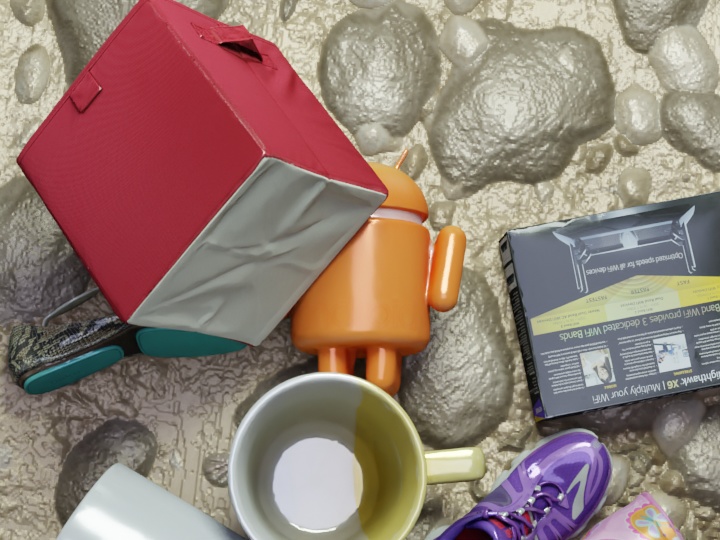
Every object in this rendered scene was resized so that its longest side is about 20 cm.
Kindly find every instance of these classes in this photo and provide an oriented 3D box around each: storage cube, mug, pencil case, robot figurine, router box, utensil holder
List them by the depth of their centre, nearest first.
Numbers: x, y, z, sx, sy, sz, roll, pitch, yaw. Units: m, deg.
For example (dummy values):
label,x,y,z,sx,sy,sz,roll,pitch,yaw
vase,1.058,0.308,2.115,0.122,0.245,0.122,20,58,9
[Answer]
label,x,y,z,sx,sy,sz,roll,pitch,yaw
storage cube,-0.119,-0.073,1.474,0.200,0.171,0.180,-47,60,18
utensil holder,-0.143,0.264,1.474,0.199,0.170,0.171,32,80,4
mug,-0.014,0.171,1.504,0.186,0.153,0.150,27,79,0
pencil case,0.172,0.259,1.538,0.199,0.087,0.088,-29,83,-9
robot figurine,0.002,0.000,1.554,0.116,0.143,0.202,9,77,-43
router box,0.227,0.029,1.596,0.198,0.052,0.159,-10,82,-6

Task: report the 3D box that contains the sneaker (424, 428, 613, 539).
label,x,y,z,sx,sy,sz,roll,pitch,yaw
sneaker,0.125,0.204,1.544,0.200,0.083,0.081,-39,85,-10

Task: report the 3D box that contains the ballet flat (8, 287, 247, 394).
label,x,y,z,sx,sy,sz,roll,pitch,yaw
ballet flat,-0.189,0.043,1.563,0.198,0.068,0.076,-12,66,-4
